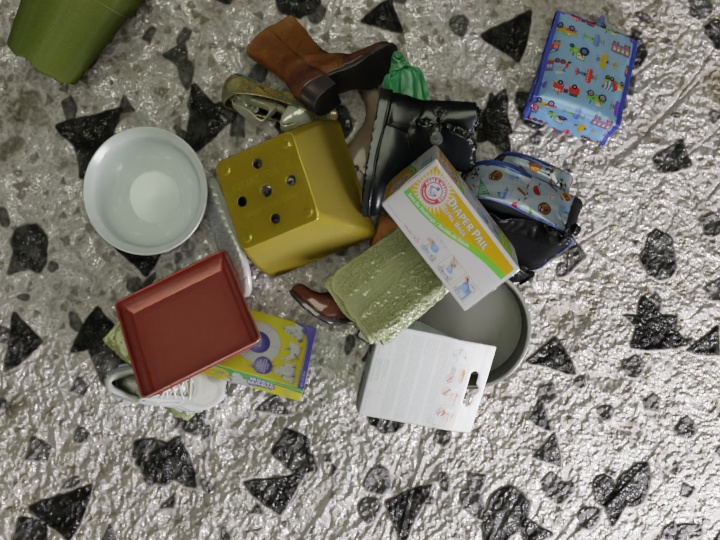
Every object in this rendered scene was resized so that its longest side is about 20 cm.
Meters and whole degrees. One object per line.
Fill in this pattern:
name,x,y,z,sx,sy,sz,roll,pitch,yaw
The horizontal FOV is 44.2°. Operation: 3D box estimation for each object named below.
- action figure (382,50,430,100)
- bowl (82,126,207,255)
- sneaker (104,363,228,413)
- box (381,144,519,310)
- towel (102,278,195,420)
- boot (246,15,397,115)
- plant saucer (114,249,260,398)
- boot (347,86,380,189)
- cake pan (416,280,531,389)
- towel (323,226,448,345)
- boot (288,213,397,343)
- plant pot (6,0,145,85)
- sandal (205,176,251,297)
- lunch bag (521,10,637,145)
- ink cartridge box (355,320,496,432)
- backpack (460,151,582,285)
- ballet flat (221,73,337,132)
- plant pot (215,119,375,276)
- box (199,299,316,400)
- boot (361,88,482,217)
action figure,0.075,-0.243,1.403,0.115,0.055,0.205,-12,103,-11
bowl,-0.339,-0.124,1.436,0.196,0.090,0.207,0,88,-1
sneaker,-0.306,0.186,1.389,0.195,0.087,0.077,1,84,-4
box,0.130,-0.064,1.283,0.101,0.113,0.201,-36,100,15
towel,-0.307,0.128,1.453,0.200,0.036,0.149,45,86,1
boot,-0.061,-0.353,1.444,0.187,0.069,0.200,-38,57,-10
plant saucer,-0.267,0.086,1.380,0.197,0.037,0.201,-26,52,-4
boot,0.005,-0.197,1.460,0.144,0.070,0.203,-31,88,0
cake pan,0.179,0.090,1.445,0.195,0.037,0.206,1,99,9
towel,0.055,0.013,1.388,0.198,0.037,0.149,-35,63,-16
boot,0.000,0.000,1.451,0.185,0.068,0.204,25,86,0
plant pot,-0.464,-0.409,1.413,0.198,0.200,0.192,34,100,0
sandal,-0.207,-0.059,1.451,0.049,0.082,0.207,-18,88,-30
lunch bag,0.372,-0.336,1.474,0.147,0.094,0.204,19,78,2
ink cartridge box,0.103,0.168,1.437,0.195,0.047,0.164,11,108,-11
backpack,0.237,-0.097,1.404,0.187,0.200,0.157,19,63,-8
ballet flat,-0.136,-0.263,1.456,0.196,0.071,0.072,19,87,3
plant pot,-0.115,-0.115,1.371,0.196,0.176,0.204,-20,86,15
box,-0.176,0.123,1.418,0.195,0.049,0.119,15,55,-5
boot,0.092,-0.167,1.353,0.164,0.076,0.205,11,100,1
